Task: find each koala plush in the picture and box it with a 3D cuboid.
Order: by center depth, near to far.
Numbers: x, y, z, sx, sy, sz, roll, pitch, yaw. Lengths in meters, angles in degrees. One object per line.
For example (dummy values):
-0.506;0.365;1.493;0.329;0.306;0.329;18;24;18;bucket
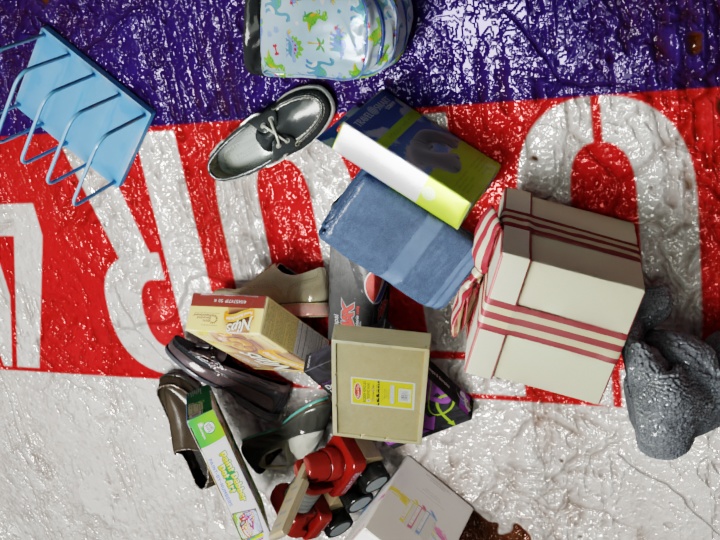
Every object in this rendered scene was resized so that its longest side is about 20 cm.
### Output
0.403;0.121;1.131;0.197;0.184;0.180;-9;117;11;koala plush

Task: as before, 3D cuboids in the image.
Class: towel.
0.052;-0.037;1.229;0.199;0.049;0.112;31;108;-25;towel

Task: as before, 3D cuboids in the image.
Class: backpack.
-0.038;-0.291;1.160;0.197;0.154;0.166;10;112;6;backpack

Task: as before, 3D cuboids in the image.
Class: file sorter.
-0.414;-0.209;1.373;0.199;0.123;0.139;38;123;4;file sorter

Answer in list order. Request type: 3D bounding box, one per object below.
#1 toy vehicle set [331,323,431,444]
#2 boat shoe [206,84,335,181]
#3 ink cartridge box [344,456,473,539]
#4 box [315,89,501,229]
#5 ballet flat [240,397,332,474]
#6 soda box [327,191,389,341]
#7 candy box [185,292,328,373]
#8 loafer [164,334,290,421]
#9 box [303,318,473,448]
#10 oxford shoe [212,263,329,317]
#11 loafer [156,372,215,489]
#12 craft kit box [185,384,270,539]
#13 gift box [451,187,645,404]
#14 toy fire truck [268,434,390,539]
0.025;0.151;1.295;0.122;0.027;0.202;6;135;5;toy vehicle set
-0.117;-0.170;1.289;0.199;0.060;0.076;-32;98;33;boat shoe
0.050;0.388;1.393;0.125;0.200;0.129;37;124;4;ink cartridge box
0.059;-0.140;1.184;0.199;0.122;0.048;33;127;7;box
-0.100;0.251;1.477;0.199;0.067;0.069;-33;70;40;ballet flat
0.000;0.000;1.314;0.070;0.063;0.203;12;119;19;soda box
-0.135;0.088;1.349;0.114;0.200;0.056;3;72;24;candy box
-0.193;0.146;1.481;0.199;0.072;0.063;33;104;0;loafer
0.039;0.157;1.343;0.142;0.036;0.200;-27;123;32;box
-0.125;0.028;1.396;0.197;0.071;0.075;0;88;26;oxford shoe
-0.261;0.253;1.551;0.072;0.071;0.202;-19;105;31;loafer
-0.189;0.273;1.414;0.048;0.200;0.200;-22;98;-8;craft kit box
0.208;0.024;1.163;0.184;0.201;0.187;14;116;0;gift box
-0.074;0.319;1.397;0.177;0.198;0.129;-55;53;34;toy fire truck
